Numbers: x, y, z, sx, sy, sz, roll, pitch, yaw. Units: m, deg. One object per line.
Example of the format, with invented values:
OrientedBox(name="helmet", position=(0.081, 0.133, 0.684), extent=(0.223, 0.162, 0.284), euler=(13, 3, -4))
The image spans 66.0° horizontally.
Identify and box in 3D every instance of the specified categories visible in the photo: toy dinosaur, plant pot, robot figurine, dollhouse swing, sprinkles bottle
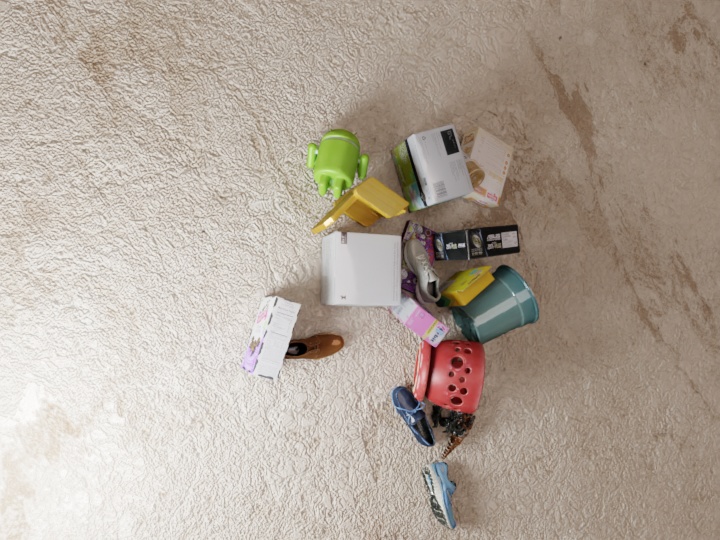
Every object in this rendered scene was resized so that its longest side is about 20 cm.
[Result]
OrientedBox(name="toy dinosaur", position=(0.289, 0.459, 1.649), extent=(0.135, 0.102, 0.201), euler=(35, 53, -32))
OrientedBox(name="plant pot", position=(0.246, 0.292, 1.578), extent=(0.181, 0.200, 0.202), euler=(8, 83, 4))
OrientedBox(name="robot figurine", position=(-0.065, -0.305, 1.543), extent=(0.174, 0.116, 0.201), euler=(11, 72, 1))
OrientedBox(name="dollhouse swing", position=(-0.005, -0.139, 1.517), extent=(0.181, 0.200, 0.177), euler=(33, 75, -15))
OrientedBox(name="sprinkles bottle", position=(0.289, -0.322, 1.645), extent=(0.068, 0.200, 0.069), euler=(-16, 136, -17))
OrientedBox(name="plant pot", position=(0.392, 0.117, 1.663), extent=(0.195, 0.200, 0.201), euler=(-28, 96, -11))

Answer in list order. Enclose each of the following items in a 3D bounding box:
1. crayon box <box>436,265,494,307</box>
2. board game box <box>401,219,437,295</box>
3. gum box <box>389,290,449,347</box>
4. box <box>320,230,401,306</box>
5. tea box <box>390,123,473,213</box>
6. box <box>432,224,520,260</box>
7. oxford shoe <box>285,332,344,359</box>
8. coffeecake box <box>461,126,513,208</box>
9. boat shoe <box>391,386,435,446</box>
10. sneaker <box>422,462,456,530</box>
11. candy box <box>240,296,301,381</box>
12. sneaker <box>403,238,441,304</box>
OrientedBox(name="crayon box", position=(0.302, 0.049, 1.617), extent=(0.127, 0.200, 0.051), euler=(-37, 96, -18))
OrientedBox(name="board game box", position=(0.162, -0.037, 1.666), extent=(0.119, 0.032, 0.201), euler=(24, 79, -22))
OrientedBox(name="gum box", position=(0.161, 0.132, 1.567), extent=(0.113, 0.200, 0.066), euler=(36, 93, -13))
OrientedBox(name="box", position=(0.000, 0.000, 1.547), extent=(0.199, 0.131, 0.201), euler=(3, 86, -20))
OrientedBox(name="tea box", position=(0.202, -0.289, 1.604), extent=(0.133, 0.197, 0.201), euler=(-18, 92, -16))
OrientedBox(name="box", position=(0.344, -0.083, 1.648), extent=(0.199, 0.164, 0.087), euler=(-8, 93, -27))
OrientedBox(name="oxford shoe", position=(-0.131, 0.213, 1.518), extent=(0.199, 0.071, 0.072), euler=(-7, 87, -22))
OrientedBox(name="coffeecake box", position=(0.377, -0.317, 1.727), extent=(0.153, 0.073, 0.201), euler=(22, 79, -27))
OrientedBox(name="boat shoe", position=(0.166, 0.421, 1.614), extent=(0.084, 0.069, 0.200), euler=(-39, 100, -18))
OrientedBox(name="sneaker", position=(0.253, 0.660, 1.627), extent=(0.089, 0.078, 0.201), euler=(-15, 92, -24))
OrientedBox(name="candy box", position=(-0.234, 0.170, 1.430), extent=(0.071, 0.168, 0.201), euler=(20, 79, -20))
OrientedBox(name="sneaker", position=(0.191, 0.000, 1.610), extent=(0.075, 0.092, 0.201), euler=(-20, 94, -22))
